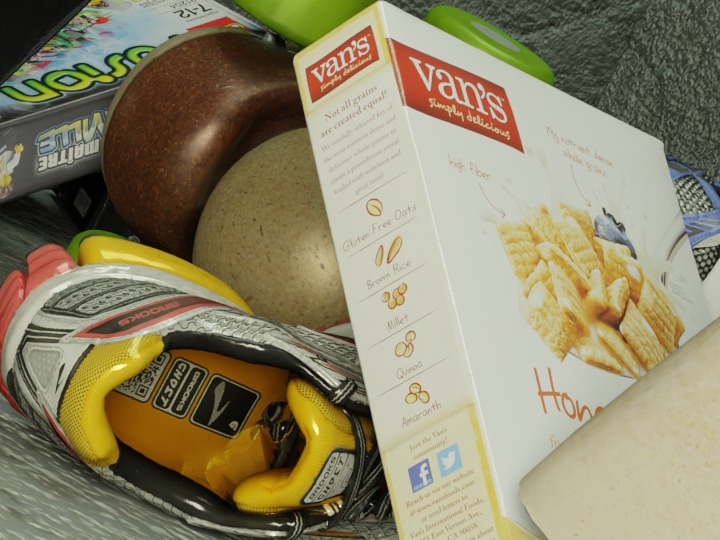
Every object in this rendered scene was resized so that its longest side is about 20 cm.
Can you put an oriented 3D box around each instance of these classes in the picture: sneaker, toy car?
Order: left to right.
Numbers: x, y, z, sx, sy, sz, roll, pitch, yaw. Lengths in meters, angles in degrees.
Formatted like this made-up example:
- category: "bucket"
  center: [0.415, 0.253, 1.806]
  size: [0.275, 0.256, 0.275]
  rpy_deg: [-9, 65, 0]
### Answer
- category: "sneaker"
  center: [-0.011, 0.054, 0.763]
  size: [0.199, 0.078, 0.082]
  rpy_deg: [15, 13, -24]
- category: "toy car"
  center: [0.000, 0.000, 0.904]
  size: [0.157, 0.165, 0.200]
  rpy_deg: [23, 15, -28]
- category: "sneaker"
  center: [0.095, -0.013, 0.946]
  size: [0.078, 0.076, 0.200]
  rpy_deg: [19, 10, -1]

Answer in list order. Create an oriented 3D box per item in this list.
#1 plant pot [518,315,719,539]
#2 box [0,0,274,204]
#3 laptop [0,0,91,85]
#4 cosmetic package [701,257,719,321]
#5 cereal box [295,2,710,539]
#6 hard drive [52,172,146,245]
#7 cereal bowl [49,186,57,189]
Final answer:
- category: "plant pot"
  center: [0.199, 0.055, 0.644]
  size: [0.200, 0.177, 0.199]
  rpy_deg: [50, 27, 21]
- category: "box"
  center: [-0.138, -0.073, 1.024]
  size: [0.110, 0.035, 0.199]
  rpy_deg: [30, 36, 34]
- category: "laptop"
  center: [-0.216, -0.106, 0.852]
  size: [0.186, 0.116, 0.200]
  rpy_deg: [12, 20, -41]
- category: "cosmetic package"
  center: [0.193, 0.065, 0.822]
  size: [0.200, 0.051, 0.082]
  rpy_deg: [40, 12, 18]
- category: "cereal box"
  center: [0.057, 0.035, 0.734]
  size: [0.143, 0.039, 0.201]
  rpy_deg: [21, 48, -47]
- category: "hard drive"
  center: [-0.054, -0.003, 1.328]
  size: [0.199, 0.038, 0.140]
  rpy_deg: [27, 5, -17]
- category: "cereal bowl"
  center: [-0.176, -0.092, 1.229]
  size: [0.199, 0.084, 0.200]
  rpy_deg: [18, 6, -2]
